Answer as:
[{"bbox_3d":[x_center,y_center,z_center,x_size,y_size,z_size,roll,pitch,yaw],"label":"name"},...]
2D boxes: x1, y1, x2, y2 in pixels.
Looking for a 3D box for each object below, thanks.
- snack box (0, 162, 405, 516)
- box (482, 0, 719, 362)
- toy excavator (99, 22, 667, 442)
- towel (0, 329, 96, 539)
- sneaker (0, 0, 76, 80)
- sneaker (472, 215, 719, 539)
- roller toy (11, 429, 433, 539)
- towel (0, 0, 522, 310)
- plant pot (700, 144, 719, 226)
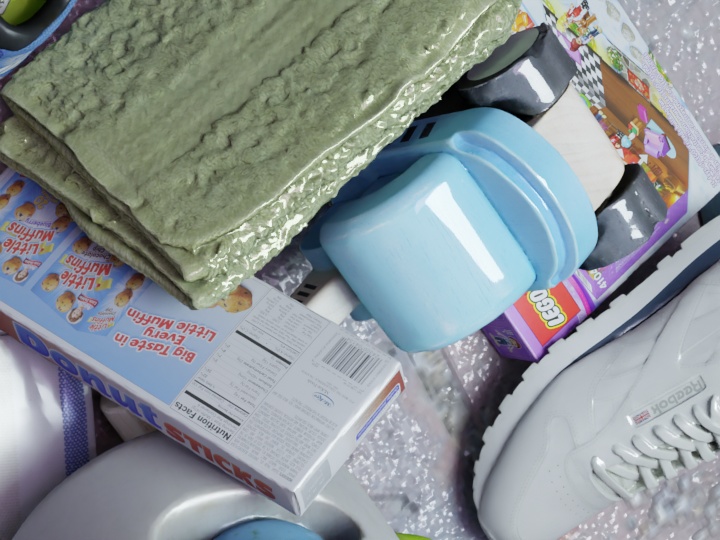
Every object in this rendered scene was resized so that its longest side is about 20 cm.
[{"bbox_3d":[-0.082,0.021,1.156,0.072,0.200,0.024,-50,154,-21],"label":"snack box"},{"bbox_3d":[0.067,-0.077,1.301,0.137,0.039,0.200,-42,110,-18],"label":"box"},{"bbox_3d":[0.000,0.000,1.202,0.200,0.194,0.100,-46,112,-32],"label":"toy excavator"},{"bbox_3d":[-0.202,0.091,1.179,0.200,0.024,0.147,-7,95,-27],"label":"towel"},{"bbox_3d":[-0.118,-0.170,1.173,0.078,0.089,0.200,24,79,-26],"label":"sneaker"},{"bbox_3d":[0.136,0.061,1.294,0.200,0.081,0.076,-45,140,5],"label":"sneaker"},{"bbox_3d":[-0.057,0.170,1.164,0.200,0.140,0.182,-43,127,3],"label":"roller toy"},{"bbox_3d":[-0.044,-0.084,1.177,0.200,0.148,0.037,-44,150,-12],"label":"towel"},{"bbox_3d":[0.310,0.014,1.342,0.195,0.200,0.197,-19,101,-26],"label":"plant pot"}]
